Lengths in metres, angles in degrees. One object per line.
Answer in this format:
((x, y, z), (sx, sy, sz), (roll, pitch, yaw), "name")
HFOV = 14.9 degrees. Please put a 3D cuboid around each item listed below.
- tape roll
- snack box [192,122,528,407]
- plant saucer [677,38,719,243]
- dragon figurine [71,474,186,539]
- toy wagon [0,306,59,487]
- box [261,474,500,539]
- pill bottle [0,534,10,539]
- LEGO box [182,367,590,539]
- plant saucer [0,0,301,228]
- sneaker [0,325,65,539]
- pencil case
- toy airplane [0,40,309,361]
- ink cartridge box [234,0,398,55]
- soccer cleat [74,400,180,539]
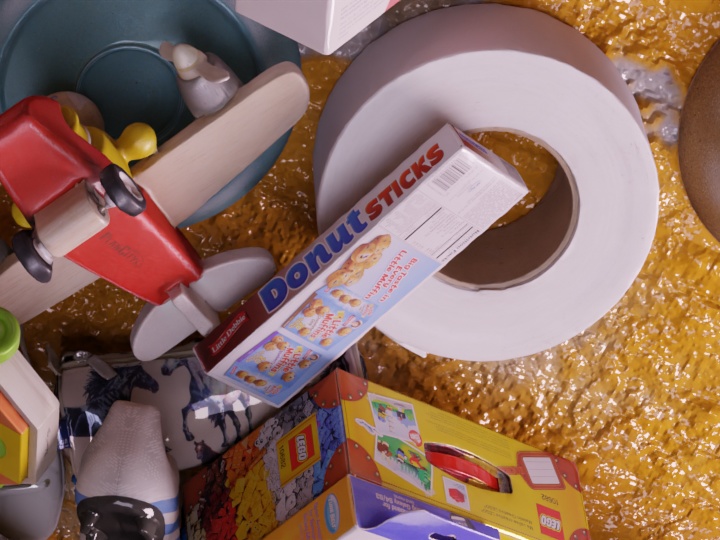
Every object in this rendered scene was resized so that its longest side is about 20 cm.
((0.071, -0.050, 1.603), (0.201, 0.071, 0.204), (-2, 118, -3), "tape roll")
((0.000, 0.000, 1.554), (0.200, 0.024, 0.072), (-41, 143, 16), "snack box")
((0.288, -0.074, 1.624), (0.198, 0.036, 0.202), (-1, 118, -2), "plant saucer")
((-0.085, 0.170, 1.717), (0.198, 0.059, 0.100), (8, 118, -6), "dragon figurine")
((-0.258, 0.048, 1.545), (0.199, 0.040, 0.156), (29, 148, 10), "toy wagon")
((-0.010, 0.184, 1.590), (0.119, 0.042, 0.200), (23, 131, -36), "box")
((-0.249, 0.203, 1.652), (0.109, 0.110, 0.200), (-30, 147, 12), "pill bottle")
((0.016, 0.152, 1.651), (0.199, 0.078, 0.149), (23, 134, -36), "LEGO box")
((-0.132, -0.105, 1.587), (0.198, 0.027, 0.202), (-1, 118, -2), "plant saucer")
((-0.223, 0.095, 1.656), (0.072, 0.085, 0.201), (-10, 120, 0), "sneaker")
((-0.089, 0.073, 1.655), (0.198, 0.078, 0.090), (-10, 133, 2), "pencil case")
((-0.139, -0.039, 1.544), (0.199, 0.142, 0.200), (-11, 145, -28), "toy airplane")
((-0.003, -0.230, 1.448), (0.067, 0.116, 0.201), (28, 135, 23), "ink cartridge box")
((-0.131, 0.143, 1.619), (0.069, 0.087, 0.200), (9, 153, 0), "soccer cleat")
